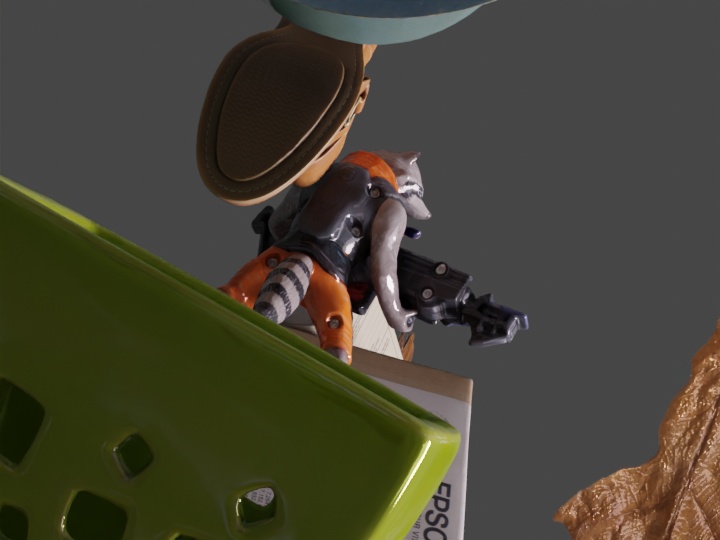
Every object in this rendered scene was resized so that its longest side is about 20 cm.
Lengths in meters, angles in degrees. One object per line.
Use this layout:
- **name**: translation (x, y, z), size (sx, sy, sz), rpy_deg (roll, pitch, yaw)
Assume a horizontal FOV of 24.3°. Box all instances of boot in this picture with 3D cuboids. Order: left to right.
- **boot**: translation (-0.034, -0.087, 0.955), size (0.201, 0.073, 0.155), rpy_deg (-61, 174, -28)

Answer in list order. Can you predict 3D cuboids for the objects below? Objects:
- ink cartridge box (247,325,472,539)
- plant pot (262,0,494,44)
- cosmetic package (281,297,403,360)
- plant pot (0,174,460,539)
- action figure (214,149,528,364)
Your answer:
- **ink cartridge box**: translation (-0.018, 0.138, 1.042), size (0.201, 0.163, 0.076), rpy_deg (-82, -171, -49)
- **plant pot**: translation (0.007, -0.176, 0.632), size (0.196, 0.198, 0.202), rpy_deg (125, -13, -87)
- **cosmetic package**: translation (-0.020, 0.080, 1.199), size (0.104, 0.072, 0.202), rpy_deg (-61, 144, -45)
- **plant pot**: translation (-0.092, 0.090, 0.609), size (0.183, 0.199, 0.199), rpy_deg (-60, 172, -1)
- **action figure**: translation (0.000, 0.000, 1.016), size (0.105, 0.198, 0.194), rpy_deg (83, 28, -47)
